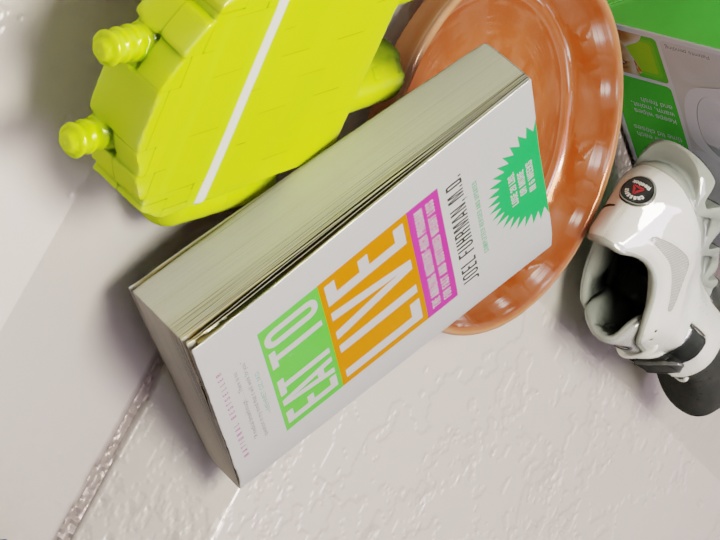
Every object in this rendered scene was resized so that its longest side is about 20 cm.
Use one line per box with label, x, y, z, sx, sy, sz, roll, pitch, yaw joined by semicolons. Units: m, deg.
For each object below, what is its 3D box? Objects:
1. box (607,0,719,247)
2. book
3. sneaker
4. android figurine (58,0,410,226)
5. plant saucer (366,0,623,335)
box;0.247;-0.087;1.177;0.097;0.200;0.177;-49;138;-24
book;0.000;0.000;0.996;0.200;0.048;0.134;-38;146;-15
sneaker;0.163;0.024;1.226;0.088;0.074;0.200;-42;137;-24
android figurine;-0.043;-0.090;0.898;0.200;0.041;0.182;-23;148;-45
plant saucer;0.065;-0.067;1.100;0.200;0.032;0.201;-25;125;-43
